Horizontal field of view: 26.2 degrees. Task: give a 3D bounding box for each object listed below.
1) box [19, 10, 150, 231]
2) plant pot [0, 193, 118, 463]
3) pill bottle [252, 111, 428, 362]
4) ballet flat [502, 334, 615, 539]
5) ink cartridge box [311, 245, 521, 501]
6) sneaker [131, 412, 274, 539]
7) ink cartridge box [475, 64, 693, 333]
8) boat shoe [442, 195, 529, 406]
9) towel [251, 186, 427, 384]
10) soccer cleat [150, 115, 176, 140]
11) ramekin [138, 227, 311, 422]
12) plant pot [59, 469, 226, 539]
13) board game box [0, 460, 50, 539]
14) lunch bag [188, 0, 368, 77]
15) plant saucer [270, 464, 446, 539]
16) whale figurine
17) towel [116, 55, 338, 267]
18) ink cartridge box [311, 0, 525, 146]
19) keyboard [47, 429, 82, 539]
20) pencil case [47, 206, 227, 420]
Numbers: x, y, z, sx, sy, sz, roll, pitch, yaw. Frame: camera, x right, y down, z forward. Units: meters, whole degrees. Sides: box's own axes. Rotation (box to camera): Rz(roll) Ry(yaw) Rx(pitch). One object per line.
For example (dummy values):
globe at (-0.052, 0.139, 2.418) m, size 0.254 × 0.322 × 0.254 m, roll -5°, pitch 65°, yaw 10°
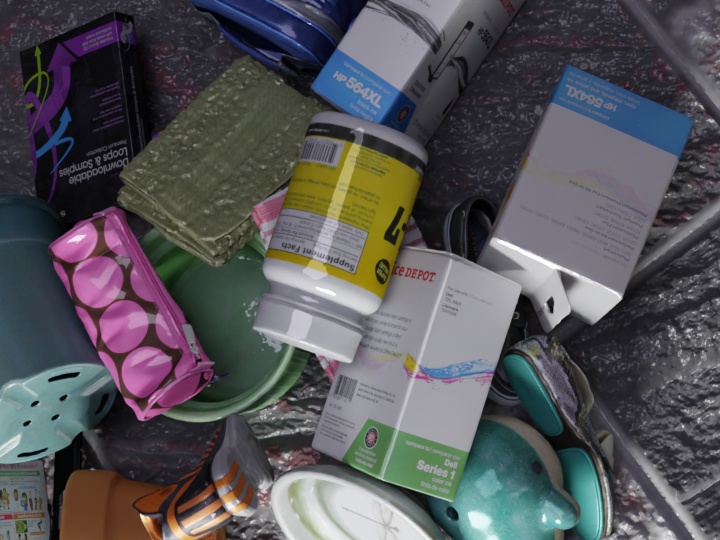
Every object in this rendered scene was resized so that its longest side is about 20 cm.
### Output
box at (-0.282, -0.149, 1.593) m, size 0.142 × 0.036 × 0.202 m, roll -16°, pitch 79°, yaw 32°
plant pot at (-0.341, 0.066, 1.495) m, size 0.200 × 0.200 × 0.197 m, roll -38°, pitch 61°, yaw 8°
pill bottle at (-0.021, -0.028, 1.368) m, size 0.113 × 0.114 × 0.202 m, roll 17°, pitch 84°, yaw 18°
ballet flat at (0.197, 0.148, 1.408) m, size 0.072 × 0.072 × 0.202 m, roll -22°, pitch 99°, yaw 12°
ink cartridge box at (0.048, 0.086, 1.376) m, size 0.083 × 0.145 × 0.202 m, roll 20°, pitch 86°, yaw -26°
sneaker at (-0.146, 0.194, 1.391) m, size 0.112 × 0.200 × 0.078 m, roll -30°, pitch 92°, yaw 7°
ink cartridge box at (0.191, -0.053, 1.377) m, size 0.124 × 0.129 × 0.201 m, roll 25°, pitch 76°, yaw 3°
boat shoe at (0.122, 0.026, 1.447) m, size 0.068 × 0.057 × 0.202 m, roll -10°, pitch 76°, yaw -17°
towel at (0.000, 0.000, 1.447) m, size 0.146 × 0.030 × 0.201 m, roll -28°, pitch 97°, yaw -19°
soccer cleat at (-0.118, -0.116, 1.543) m, size 0.198 × 0.068 × 0.074 m, roll 1°, pitch 79°, yaw 13°
ramekin at (-0.139, 0.049, 1.511) m, size 0.198 × 0.098 × 0.202 m, roll -2°, pitch 82°, yaw 16°
plant pot at (-0.199, 0.287, 1.458) m, size 0.139 × 0.200 × 0.202 m, roll -2°, pitch 82°, yaw 0°
board game box at (-0.364, 0.289, 1.520) m, size 0.064 × 0.147 × 0.202 m, roll -10°, pitch 79°, yaw 17°
lunch bag at (-0.077, -0.269, 1.513) m, size 0.199 × 0.136 × 0.133 m, roll 31°, pitch 89°, yaw 19°
plant saucer at (0.013, 0.237, 1.416) m, size 0.199 × 0.201 × 0.050 m, roll 24°, pitch 53°, yaw 18°
whale figurine at (0.127, 0.234, 1.391) m, size 0.159 × 0.103 × 0.201 m, roll -17°, pitch 94°, yaw 47°
towel at (-0.124, -0.106, 1.476) m, size 0.148 × 0.037 × 0.200 m, roll 35°, pitch 73°, yaw 21°
ink cartridge box at (0.058, -0.218, 1.463) m, size 0.084 × 0.146 × 0.201 m, roll 36°, pitch 94°, yaw 19°
keyboard at (-0.283, 0.242, 1.540) m, size 0.039 × 0.104 × 0.202 m, roll 10°, pitch 62°, yaw -24°
pencil case at (-0.211, 0.035, 1.438) m, size 0.201 × 0.090 × 0.094 m, roll 56°, pitch 134°, yaw 14°
